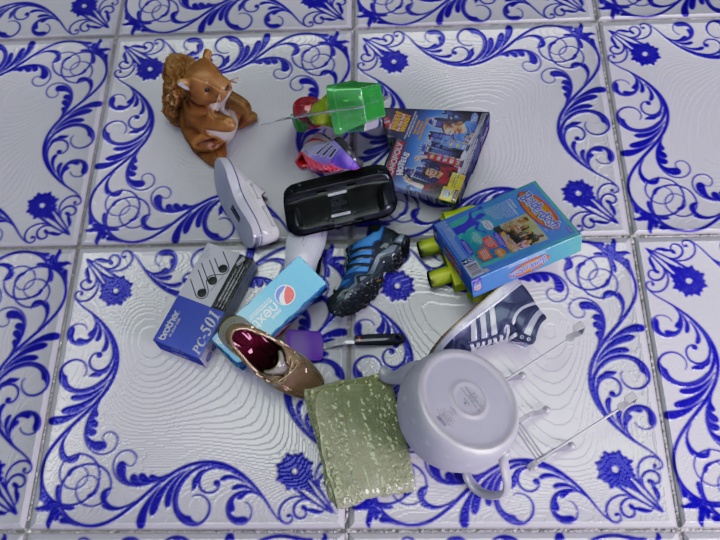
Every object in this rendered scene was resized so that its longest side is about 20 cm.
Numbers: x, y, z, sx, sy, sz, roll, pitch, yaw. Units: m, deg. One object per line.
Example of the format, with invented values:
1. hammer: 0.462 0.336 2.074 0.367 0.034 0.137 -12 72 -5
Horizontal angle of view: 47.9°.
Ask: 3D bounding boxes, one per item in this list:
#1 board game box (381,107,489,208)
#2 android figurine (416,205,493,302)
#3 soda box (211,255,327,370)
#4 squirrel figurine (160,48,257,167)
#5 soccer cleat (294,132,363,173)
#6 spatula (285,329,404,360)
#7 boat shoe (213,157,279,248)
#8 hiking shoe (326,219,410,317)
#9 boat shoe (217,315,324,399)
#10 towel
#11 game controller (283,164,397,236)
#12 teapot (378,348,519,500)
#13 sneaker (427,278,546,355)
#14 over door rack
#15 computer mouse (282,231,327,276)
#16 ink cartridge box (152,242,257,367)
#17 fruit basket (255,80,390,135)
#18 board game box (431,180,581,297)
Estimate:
1. board game box: 0.114 -0.221 1.498 0.200 0.062 0.200 17 70 15
2. android figurine: 0.204 -0.035 1.414 0.200 0.041 0.182 -17 64 -4
3. soda box: -0.149 0.072 1.348 0.200 0.064 0.068 -44 82 -8
4. squirrel figurine: -0.303 -0.322 1.504 0.200 0.187 0.142 31 69 17
5. soccer cleat: -0.057 -0.198 1.452 0.073 0.068 0.200 -45 27 -6
6. spatula: -0.025 0.121 1.360 0.200 0.021 0.057 -4 62 1
7. boat shoe: -0.205 -0.127 1.477 0.070 0.071 0.200 -11 56 -33
8. hiking shoe: 0.000 0.000 1.399 0.087 0.074 0.200 31 59 25
9. boat shoe: -0.137 0.147 1.281 0.200 0.066 0.074 35 87 -18
10. towel: 0.000 0.262 1.268 0.148 0.037 0.200 -9 63 -16
11. game controller: -0.038 -0.124 1.428 0.200 0.042 0.105 -13 72 5
12. teapot: 0.135 0.228 1.231 0.197 0.146 0.200 14 50 -16
13. sneaker: 0.212 0.109 1.326 0.200 0.070 0.109 -40 81 -5
14. over door rack: 0.309 0.200 1.267 0.200 0.067 0.148 -37 65 8
15. computer mouse: -0.092 -0.058 1.440 0.109 0.044 0.200 6 64 5
16. ink cartridge box: -0.263 0.056 1.393 0.094 0.044 0.200 20 67 14
17. fruit basket: -0.061 -0.283 1.471 0.200 0.185 0.094 -12 102 23
18. board game box: 0.242 -0.055 1.353 0.200 0.045 0.152 -23 47 -6
